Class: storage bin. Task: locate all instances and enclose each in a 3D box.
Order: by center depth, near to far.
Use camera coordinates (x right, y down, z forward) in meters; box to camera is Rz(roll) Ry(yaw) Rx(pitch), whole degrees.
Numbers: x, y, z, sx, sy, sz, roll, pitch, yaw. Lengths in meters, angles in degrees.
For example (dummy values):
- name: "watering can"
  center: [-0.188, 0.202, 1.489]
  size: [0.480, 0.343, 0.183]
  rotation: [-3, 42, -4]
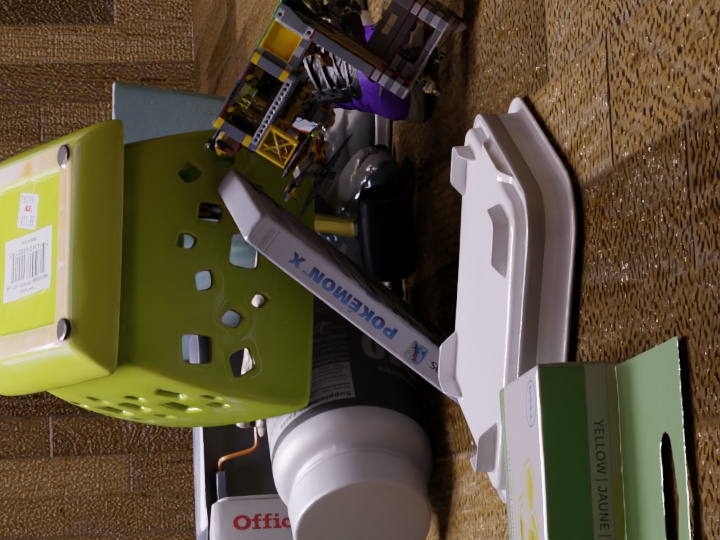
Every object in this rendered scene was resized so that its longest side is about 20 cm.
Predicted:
- name: "storage bin"
  center: [-0.080, 0.150, 2.064]
  size: [0.146, 0.133, 0.201]
  rotation: [125, 142, -76]

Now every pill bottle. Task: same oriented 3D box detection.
- name: "pill bottle"
  center: [-0.010, 0.109, 1.638]
  size: [0.201, 0.113, 0.114]
  rotation: [-101, 12, -47]

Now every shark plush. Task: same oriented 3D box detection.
- name: "shark plush"
  center: [0.000, 0.000, 1.732]
  size: [0.083, 0.091, 0.201]
  rotation: [28, 119, 45]

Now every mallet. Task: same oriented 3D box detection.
- name: "mallet"
  center: [-0.043, -0.027, 1.697]
  size: [0.041, 0.199, 0.066]
  rotation: [-31, -65, -49]

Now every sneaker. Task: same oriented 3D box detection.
- name: "sneaker"
  center: [-0.014, -0.141, 1.644]
  size: [0.200, 0.099, 0.070]
  rotation: [-154, 62, -77]
- name: "sneaker"
  center: [-0.030, -0.100, 1.787]
  size: [0.071, 0.099, 0.201]
  rotation: [-117, 28, -75]

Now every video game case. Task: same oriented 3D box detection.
- name: "video game case"
  center: [-0.008, 0.010, 1.471]
  size: [0.022, 0.182, 0.200]
  rotation: [-52, 13, 3]

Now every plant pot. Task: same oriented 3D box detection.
- name: "plant pot"
  center: [-0.157, 0.001, 1.612]
  size: [0.200, 0.181, 0.200]
  rotation: [-12, 74, 54]
- name: "plant pot"
  center: [-0.131, -0.040, 2.135]
  size: [0.197, 0.199, 0.197]
  rotation: [100, 168, -55]

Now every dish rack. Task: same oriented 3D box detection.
- name: "dish rack"
  center: [0.077, 0.019, 1.268]
  size: [0.172, 0.043, 0.201]
  rotation: [-108, 19, -65]

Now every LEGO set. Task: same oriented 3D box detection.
- name: "LEGO set"
  center: [-0.002, -0.135, 1.496]
  size: [0.201, 0.116, 0.154]
  rotation: [-58, 0, 14]

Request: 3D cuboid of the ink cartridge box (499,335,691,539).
- name: "ink cartridge box"
  center: [0.106, 0.114, 1.074]
  size: [0.200, 0.048, 0.146]
  rotation: [120, 148, -79]

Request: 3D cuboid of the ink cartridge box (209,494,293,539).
- name: "ink cartridge box"
  center: [-0.036, 0.276, 1.743]
  size: [0.086, 0.145, 0.201]
  rotation: [100, 167, -62]

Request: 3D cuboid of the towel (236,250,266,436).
- name: "towel"
  center: [-0.074, 0.032, 1.927]
  size: [0.133, 0.034, 0.201]
  rotation: [-86, 3, -84]

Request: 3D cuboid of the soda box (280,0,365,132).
- name: "soda box"
  center: [-0.039, -0.160, 1.943]
  size: [0.200, 0.068, 0.064]
  rotation: [101, 165, -59]
